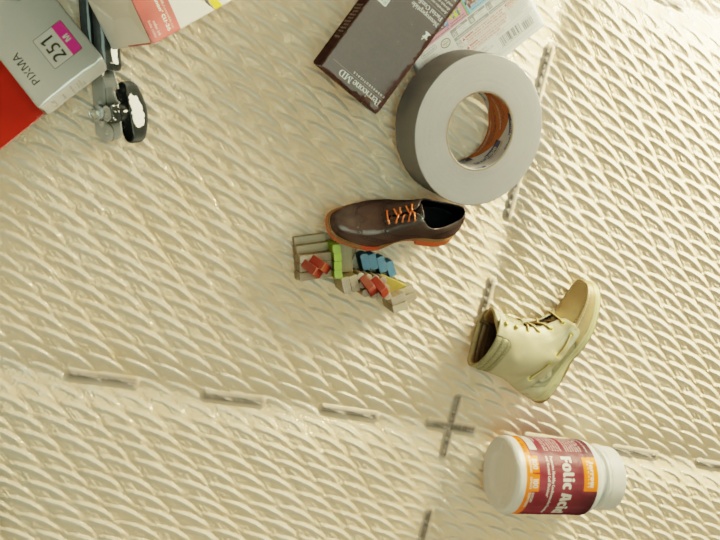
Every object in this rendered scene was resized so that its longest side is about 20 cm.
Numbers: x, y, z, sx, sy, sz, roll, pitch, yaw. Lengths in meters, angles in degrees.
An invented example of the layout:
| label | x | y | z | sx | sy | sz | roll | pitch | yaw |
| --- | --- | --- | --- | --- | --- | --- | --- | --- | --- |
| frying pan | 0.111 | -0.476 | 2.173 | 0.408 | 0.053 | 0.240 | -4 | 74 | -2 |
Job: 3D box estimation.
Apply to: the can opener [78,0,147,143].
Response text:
| label | x | y | z | sx | sy | sz | roll | pitch | yaw |
| --- | --- | --- | --- | --- | --- | --- | --- | --- | --- |
| can opener | -0.302 | -0.255 | 0.988 | 0.066 | 0.052 | 0.204 | -21 | 112 | -50 |

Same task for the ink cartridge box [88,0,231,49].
| label | x | y | z | sx | sy | sz | roll | pitch | yaw |
| --- | --- | --- | --- | --- | --- | --- | --- | --- | --- |
| ink cartridge box | -0.198 | -0.330 | 0.946 | 0.199 | 0.116 | 0.068 | -40 | 122 | -27 |

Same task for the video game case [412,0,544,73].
| label | x | y | z | sx | sy | sz | roll | pitch | yaw |
| --- | --- | --- | --- | --- | --- | --- | --- | --- | --- |
| video game case | 0.135 | -0.358 | 1.126 | 0.199 | 0.022 | 0.183 | -38 | 110 | -8 |

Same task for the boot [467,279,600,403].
| label | x | y | z | sx | sy | sz | roll | pitch | yaw |
| --- | --- | --- | --- | --- | --- | --- | --- | --- | --- |
| boot | 0.258 | 0.082 | 1.225 | 0.154 | 0.073 | 0.202 | 27 | 96 | -24 |

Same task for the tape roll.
| label | x | y | z | sx | sy | sz | roll | pitch | yaw |
| --- | --- | --- | --- | --- | --- | --- | --- | --- | --- |
| tape roll | 0.148 | -0.195 | 1.122 | 0.197 | 0.066 | 0.204 | -8 | 111 | -22 |

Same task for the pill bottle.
| label | x | y | z | sx | sy | sz | roll | pitch | yaw |
| --- | --- | --- | --- | --- | --- | --- | --- | --- | --- |
| pill bottle | 0.298 | 0.315 | 1.261 | 0.196 | 0.114 | 0.116 | 7 | 98 | -20 |

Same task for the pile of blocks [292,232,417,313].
| label | x | y | z | sx | sy | sz | roll | pitch | yaw |
| --- | --- | --- | --- | --- | --- | --- | --- | --- | --- |
| pile of blocks | 0.000 | 0.000 | 1.126 | 0.197 | 0.062 | 0.083 | 18 | 94 | -21 |

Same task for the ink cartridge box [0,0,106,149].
| label | x | y | z | sx | sy | sz | roll | pitch | yaw |
| --- | --- | --- | --- | --- | --- | --- | --- | --- | --- |
| ink cartridge box | -0.415 | -0.258 | 0.919 | 0.173 | 0.044 | 0.201 | -40 | 94 | -9 |

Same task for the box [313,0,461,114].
| label | x | y | z | sx | sy | sz | roll | pitch | yaw |
| --- | --- | --- | --- | --- | --- | --- | --- | --- | --- |
| box | 0.038 | -0.315 | 1.055 | 0.099 | 0.075 | 0.201 | 34 | 100 | -18 |

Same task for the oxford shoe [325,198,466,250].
| label | x | y | z | sx | sy | sz | roll | pitch | yaw |
| --- | --- | --- | --- | --- | --- | --- | --- | --- | --- |
| oxford shoe | 0.049 | -0.073 | 1.113 | 0.197 | 0.073 | 0.072 | -4 | 72 | -23 |
